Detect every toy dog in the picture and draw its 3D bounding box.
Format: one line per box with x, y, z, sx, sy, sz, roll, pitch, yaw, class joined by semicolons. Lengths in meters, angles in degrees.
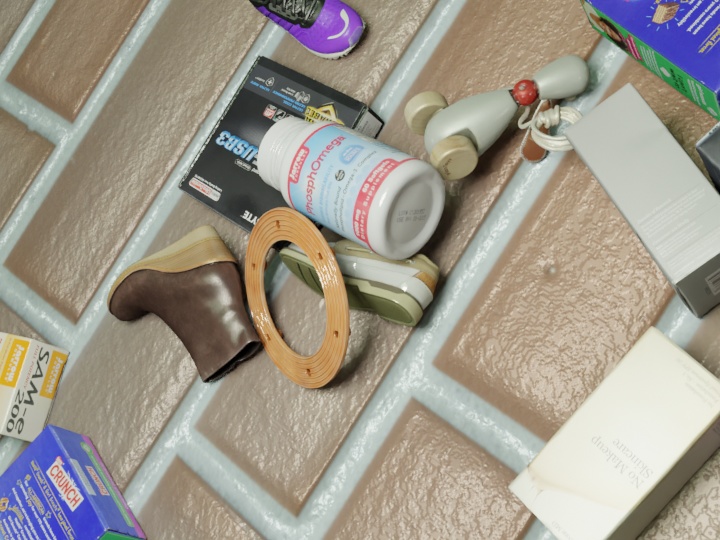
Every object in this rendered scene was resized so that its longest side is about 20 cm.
0.149;-0.153;1.170;0.199;0.096;0.132;-5;61;15;toy dog

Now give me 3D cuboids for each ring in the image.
-0.068;0.029;1.192;0.200;0.019;0.201;25;122;49;ring

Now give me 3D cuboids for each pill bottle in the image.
-0.015;-0.095;1.167;0.200;0.109;0.109;28;87;36;pill bottle

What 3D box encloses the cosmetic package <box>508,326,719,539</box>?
0.243;0.163;0.991;0.200;0.073;0.104;-50;56;4;cosmetic package

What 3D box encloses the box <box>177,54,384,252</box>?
-0.099;-0.139;1.319;0.200;0.050;0.199;32;88;35;box

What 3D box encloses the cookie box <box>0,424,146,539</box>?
-0.374;0.315;1.286;0.200;0.075;0.171;-46;56;8;cookie box

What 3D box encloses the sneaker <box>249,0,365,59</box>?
-0.085;-0.329;1.349;0.200;0.099;0.070;34;92;35;sneaker

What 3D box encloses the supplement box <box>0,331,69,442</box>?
-0.489;0.141;1.420;0.199;0.073;0.127;7;76;31;supplement box

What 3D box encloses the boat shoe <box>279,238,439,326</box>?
0.000;0.000;1.200;0.199;0.075;0.069;21;65;35;boat shoe

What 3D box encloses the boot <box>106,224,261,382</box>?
-0.215;0.059;1.297;0.200;0.072;0.167;-33;67;28;boot

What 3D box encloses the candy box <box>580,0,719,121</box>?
0.348;-0.272;1.093;0.169;0.077;0.200;-46;55;6;candy box

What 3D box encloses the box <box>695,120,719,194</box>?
0.401;-0.050;0.934;0.104;0.148;0.200;-41;57;10;box

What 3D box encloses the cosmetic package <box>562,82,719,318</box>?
0.286;-0.068;1.034;0.090;0.107;0.200;-38;56;11;cosmetic package
